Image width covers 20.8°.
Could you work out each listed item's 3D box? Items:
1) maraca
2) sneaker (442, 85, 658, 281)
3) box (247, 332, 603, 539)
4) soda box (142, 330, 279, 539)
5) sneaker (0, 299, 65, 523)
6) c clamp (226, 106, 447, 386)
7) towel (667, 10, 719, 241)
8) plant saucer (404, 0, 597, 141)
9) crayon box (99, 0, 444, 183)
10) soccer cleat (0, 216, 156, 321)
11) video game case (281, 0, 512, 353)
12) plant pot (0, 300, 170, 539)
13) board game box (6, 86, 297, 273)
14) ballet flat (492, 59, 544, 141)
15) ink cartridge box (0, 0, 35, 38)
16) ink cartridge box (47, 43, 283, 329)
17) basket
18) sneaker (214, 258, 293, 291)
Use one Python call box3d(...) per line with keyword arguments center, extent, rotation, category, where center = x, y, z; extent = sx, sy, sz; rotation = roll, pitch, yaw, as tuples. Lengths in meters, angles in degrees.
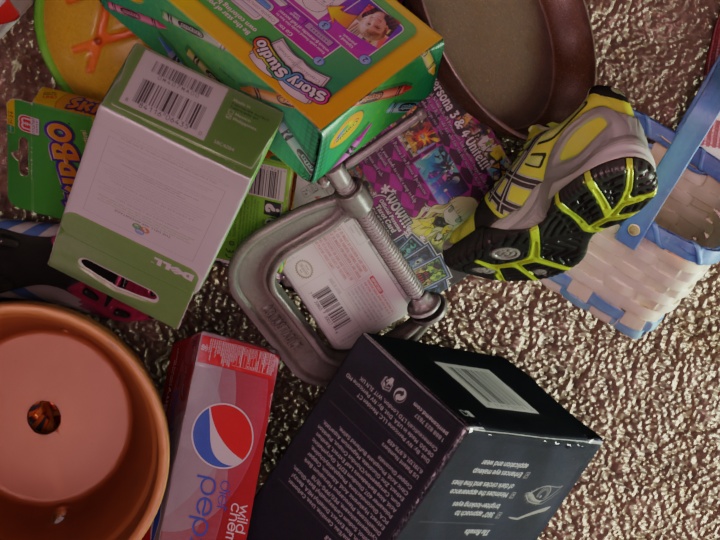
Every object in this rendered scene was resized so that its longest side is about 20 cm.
box3d(center=(-0.136, -0.149, 1.372), extent=(0.200, 0.107, 0.137), rotation=(43, 82, -13), category="maraca")
box3d(center=(0.126, -0.052, 1.307), extent=(0.075, 0.076, 0.200), rotation=(15, 150, -31), category="sneaker")
box3d(center=(0.038, 0.163, 1.411), extent=(0.117, 0.197, 0.200), rotation=(41, 105, 32), category="box")
box3d(center=(-0.111, 0.148, 1.361), extent=(0.063, 0.070, 0.200), rotation=(16, 75, -19), category="soda box")
box3d(center=(-0.239, 0.098, 1.452), extent=(0.112, 0.078, 0.200), rotation=(-43, 103, 9), category="sneaker")
box3d(center=(0.000, 0.000, 1.348), extent=(0.171, 0.027, 0.200), rotation=(-27, 135, 0), category="c clamp")
box3d(center=(0.317, -0.104, 1.457), extent=(0.144, 0.023, 0.200), rotation=(10, 103, -4), category="towel")
box3d(center=(0.091, -0.178, 1.354), extent=(0.034, 0.200, 0.200), rotation=(-19, 109, 38), category="plant saucer")
box3d(center=(-0.059, -0.162, 1.278), extent=(0.200, 0.058, 0.119), rotation=(41, 59, 17), category="crayon box")
box3d(center=(-0.224, -0.009, 1.434), extent=(0.200, 0.086, 0.070), rotation=(9, 99, -30), category="soccer cleat")
box3d(center=(0.009, -0.064, 1.379), extent=(0.181, 0.036, 0.200), rotation=(-33, 117, 2), category="video game case")
box3d(center=(-0.226, 0.113, 1.354), extent=(0.200, 0.140, 0.200), rotation=(0, 96, 0), category="plant pot")
box3d(center=(-0.143, -0.063, 1.334), extent=(0.200, 0.030, 0.096), rotation=(12, 130, 5), category="board game box")
box3d(center=(0.070, -0.147, 1.407), extent=(0.200, 0.065, 0.071), rotation=(27, 97, -11), category="ballet flat")
box3d(center=(-0.293, -0.135, 1.321), extent=(0.047, 0.200, 0.160), rotation=(44, 99, -11), category="ink cartridge box")
box3d(center=(-0.130, -0.051, 1.273), extent=(0.104, 0.059, 0.200), rotation=(26, 145, -4), category="ink cartridge box")
box3d(center=(0.211, -0.066, 1.374), extent=(0.139, 0.176, 0.200), rotation=(35, 118, 5), category="basket")
box3d(center=(-0.103, -0.052, 1.423), extent=(0.200, 0.078, 0.090), rotation=(15, 104, -19), category="sneaker")
